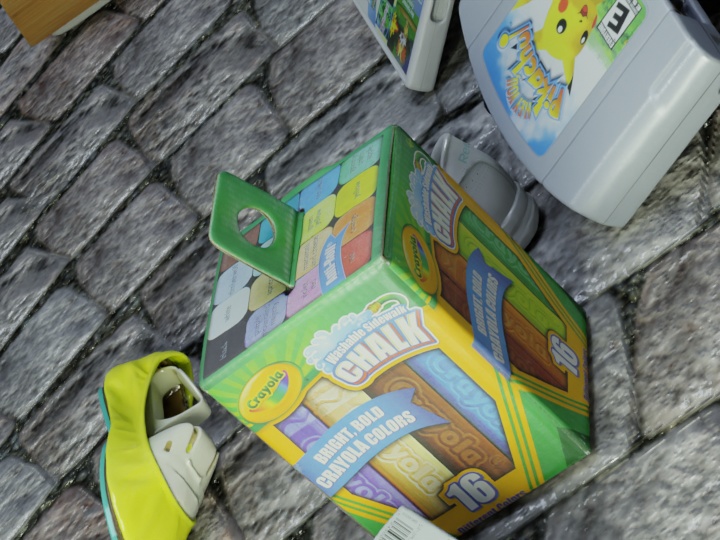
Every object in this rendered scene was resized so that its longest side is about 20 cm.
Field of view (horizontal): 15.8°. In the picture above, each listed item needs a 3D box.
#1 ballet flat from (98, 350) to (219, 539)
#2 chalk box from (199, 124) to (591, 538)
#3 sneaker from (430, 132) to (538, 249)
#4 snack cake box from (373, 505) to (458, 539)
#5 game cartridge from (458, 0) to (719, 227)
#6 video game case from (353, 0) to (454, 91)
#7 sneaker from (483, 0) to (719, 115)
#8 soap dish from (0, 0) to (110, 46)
[{"bbox_3d":[-0.117,0.104,1.529,0.067,0.067,0.200,-28,27,7],"label":"ballet flat"},{"bbox_3d":[0.006,0.023,1.286,0.124,0.200,0.125,-34,28,25],"label":"chalk box"},{"bbox_3d":[0.000,0.000,1.464,0.200,0.088,0.075,-41,27,12],"label":"sneaker"},{"bbox_3d":[0.001,0.214,1.169,0.200,0.067,0.115,-50,27,-7],"label":"snack cake box"},{"bbox_3d":[0.121,-0.124,1.417,0.134,0.040,0.200,-58,38,30],"label":"game cartridge"},{"bbox_3d":[0.039,-0.236,1.719,0.200,0.022,0.183,-116,37,-63],"label":"video game case"},{"bbox_3d":[0.139,-0.131,1.478,0.200,0.079,0.096,-17,53,52],"label":"sneaker"},{"bbox_3d":[-0.242,-0.311,2.251,0.200,0.081,0.158,-31,59,27],"label":"soap dish"}]
